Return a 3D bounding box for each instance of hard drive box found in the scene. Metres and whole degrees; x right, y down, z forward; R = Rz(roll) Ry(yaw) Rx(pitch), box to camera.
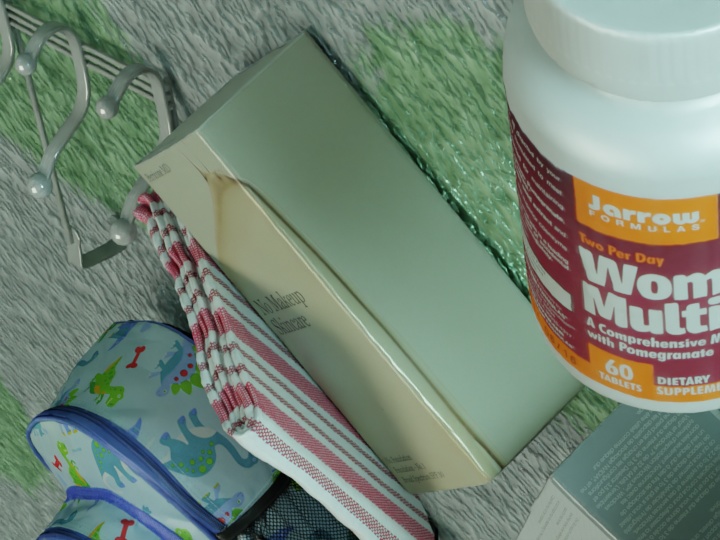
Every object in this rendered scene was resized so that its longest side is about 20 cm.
[{"bbox_3d":[0.163,0.155,1.288,0.200,0.077,0.156,44,160,11],"label":"hard drive box"}]

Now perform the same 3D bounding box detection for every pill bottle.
[{"bbox_3d":[0.103,-0.049,0.987,0.109,0.110,0.200,36,157,27],"label":"pill bottle"}]

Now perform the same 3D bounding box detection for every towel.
[{"bbox_3d":[-0.034,0.053,1.389,0.146,0.030,0.200,41,-164,-37],"label":"towel"}]

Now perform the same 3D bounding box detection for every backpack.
[{"bbox_3d":[-0.091,0.132,1.632,0.200,0.147,0.183,47,160,-12],"label":"backpack"}]

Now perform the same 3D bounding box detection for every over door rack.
[{"bbox_3d":[-0.134,-0.041,1.533,0.147,0.067,0.201,30,153,41],"label":"over door rack"}]

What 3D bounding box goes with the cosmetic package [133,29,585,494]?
[{"bbox_3d":[0.000,0.000,1.334,0.200,0.073,0.103,49,160,-7],"label":"cosmetic package"}]
